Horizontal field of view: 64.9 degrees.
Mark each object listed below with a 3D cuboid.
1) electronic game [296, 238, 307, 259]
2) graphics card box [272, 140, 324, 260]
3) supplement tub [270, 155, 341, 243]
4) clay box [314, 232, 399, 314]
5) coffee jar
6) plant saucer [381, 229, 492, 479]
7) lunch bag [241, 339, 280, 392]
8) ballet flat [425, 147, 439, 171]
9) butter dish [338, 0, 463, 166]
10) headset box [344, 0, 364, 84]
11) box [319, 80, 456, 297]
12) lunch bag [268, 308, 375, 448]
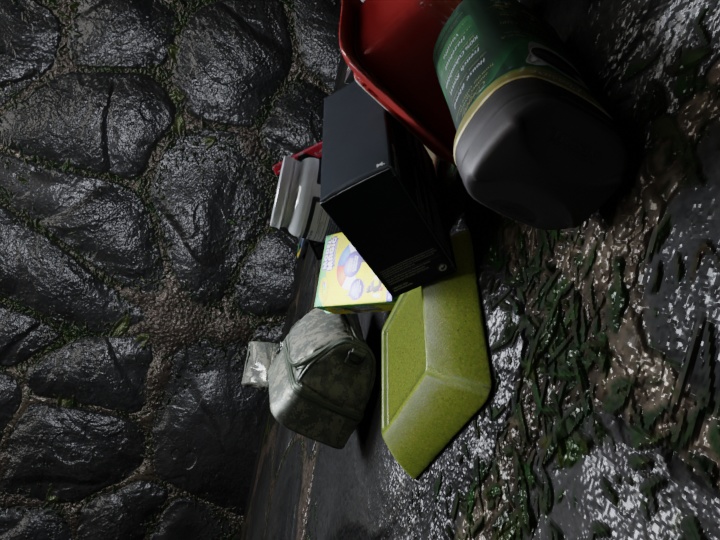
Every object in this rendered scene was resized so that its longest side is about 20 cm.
[{"bbox_3d":[-0.252,-0.148,2.496,0.200,0.041,0.202,-169,90,-80],"label":"electronic game"},{"bbox_3d":[-0.072,-0.136,1.091,0.201,0.125,0.051,64,177,-16],"label":"graphics card box"},{"bbox_3d":[-0.049,-0.117,0.995,0.140,0.198,0.142,-168,90,-79],"label":"supplement tub"},{"bbox_3d":[0.000,0.000,0.811,0.199,0.047,0.116,-9,68,49],"label":"clay box"},{"bbox_3d":[0.114,-0.120,0.411,0.086,0.104,0.201,-54,23,37],"label":"coffee jar"},{"bbox_3d":[0.065,0.086,0.602,0.201,0.047,0.201,114,164,-46],"label":"plant saucer"},{"bbox_3d":[-0.387,0.388,2.296,0.139,0.166,0.202,127,153,-65],"label":"lunch bag"},{"bbox_3d":[0.071,-0.116,0.733,0.070,0.069,0.201,113,165,-45],"label":"ballet flat"},{"bbox_3d":[0.088,-0.224,0.559,0.148,0.199,0.201,-39,30,29],"label":"butter dish"},{"bbox_3d":[0.073,-0.329,0.727,0.075,0.147,0.202,-171,92,-79],"label":"headset box"},{"bbox_3d":[0.026,-0.097,0.591,0.141,0.078,0.201,54,-158,-37],"label":"box"},{"bbox_3d":[-0.053,0.149,0.898,0.168,0.139,0.200,-57,16,8],"label":"lunch bag"}]
